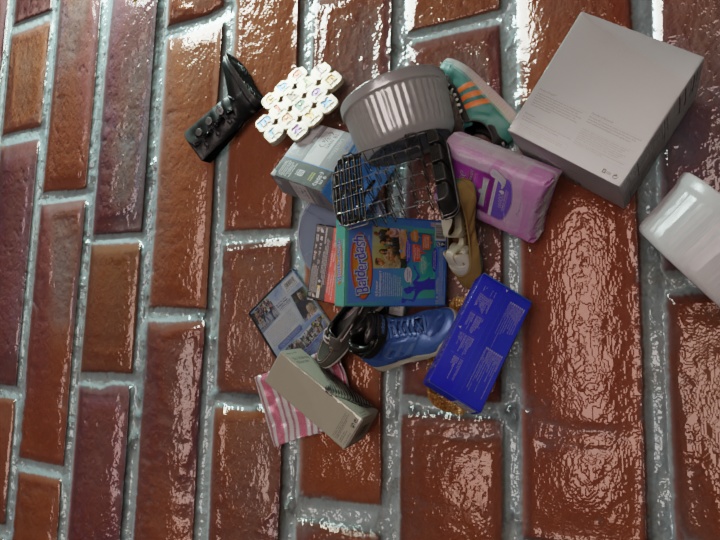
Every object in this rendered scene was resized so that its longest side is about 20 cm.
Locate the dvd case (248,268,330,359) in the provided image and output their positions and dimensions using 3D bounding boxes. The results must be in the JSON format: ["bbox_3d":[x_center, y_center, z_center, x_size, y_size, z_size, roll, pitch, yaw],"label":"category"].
[{"bbox_3d":[-0.132,0.118,1.169,0.143,0.017,0.201,-43,67,16],"label":"dvd case"}]

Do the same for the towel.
[{"bbox_3d":[-0.110,0.248,1.120,0.198,0.030,0.148,-22,80,21],"label":"towel"}]

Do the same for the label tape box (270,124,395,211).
[{"bbox_3d":[-0.052,-0.196,1.112,0.198,0.063,0.145,22,69,31],"label":"label tape box"}]

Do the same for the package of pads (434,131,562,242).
[{"bbox_3d":[0.225,-0.142,0.964,0.199,0.075,0.122,30,132,28],"label":"package of pads"}]

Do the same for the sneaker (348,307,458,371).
[{"bbox_3d":[0.064,0.105,0.981,0.199,0.111,0.078,-28,45,35],"label":"sneaker"}]

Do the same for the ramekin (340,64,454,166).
[{"bbox_3d":[0.072,-0.264,1.021,0.198,0.200,0.106,-20,84,23],"label":"ramekin"}]

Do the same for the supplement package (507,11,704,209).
[{"bbox_3d":[0.372,-0.239,0.884,0.191,0.147,0.201,36,99,26],"label":"supplement package"}]

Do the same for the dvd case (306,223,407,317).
[{"bbox_3d":[0.000,0.000,1.082,0.197,0.022,0.148,11,98,18],"label":"dvd case"}]

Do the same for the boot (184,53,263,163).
[{"bbox_3d":[-0.325,-0.368,1.314,0.200,0.065,0.166,-40,66,22],"label":"boot"}]

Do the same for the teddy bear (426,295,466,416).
[{"bbox_3d":[0.165,0.143,0.985,0.145,0.067,0.201,40,101,28],"label":"teddy bear"}]

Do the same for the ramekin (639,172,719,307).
[{"bbox_3d":[0.477,-0.029,0.779,0.098,0.200,0.201,-47,66,21],"label":"ramekin"}]

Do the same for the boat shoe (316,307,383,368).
[{"bbox_3d":[-0.028,0.091,1.048,0.200,0.057,0.067,-50,35,15],"label":"boat shoe"}]

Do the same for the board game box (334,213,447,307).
[{"bbox_3d":[0.054,-0.014,0.992,0.045,0.197,0.154,180,92,-66],"label":"board game box"}]

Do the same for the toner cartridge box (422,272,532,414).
[{"bbox_3d":[0.186,0.114,0.916,0.094,0.043,0.201,31,72,0],"label":"toner cartridge box"}]

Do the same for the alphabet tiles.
[{"bbox_3d":[-0.127,-0.345,1.192,0.200,0.015,0.196,-42,50,2],"label":"alphabet tiles"}]

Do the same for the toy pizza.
[{"bbox_3d":[-0.034,-0.075,1.136,0.198,0.032,0.203,-3,82,24],"label":"toy pizza"}]

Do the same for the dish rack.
[{"bbox_3d":[0.050,-0.139,0.926,0.198,0.055,0.155,-14,60,16],"label":"dish rack"}]

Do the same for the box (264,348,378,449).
[{"bbox_3d":[-0.071,0.228,1.047,0.199,0.082,0.069,35,101,20],"label":"box"}]

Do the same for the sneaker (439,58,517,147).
[{"bbox_3d":[0.196,-0.294,1.025,0.080,0.071,0.200,-44,68,10],"label":"sneaker"}]

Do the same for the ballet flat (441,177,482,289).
[{"bbox_3d":[0.162,-0.053,0.969,0.068,0.063,0.203,18,124,49],"label":"ballet flat"}]
